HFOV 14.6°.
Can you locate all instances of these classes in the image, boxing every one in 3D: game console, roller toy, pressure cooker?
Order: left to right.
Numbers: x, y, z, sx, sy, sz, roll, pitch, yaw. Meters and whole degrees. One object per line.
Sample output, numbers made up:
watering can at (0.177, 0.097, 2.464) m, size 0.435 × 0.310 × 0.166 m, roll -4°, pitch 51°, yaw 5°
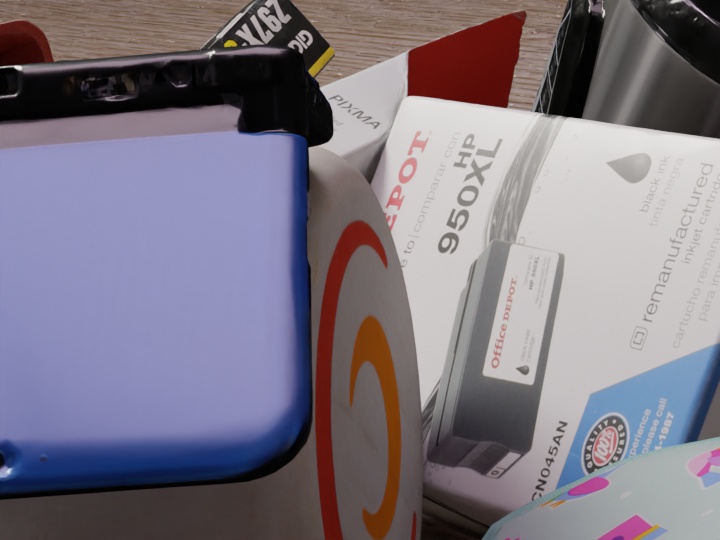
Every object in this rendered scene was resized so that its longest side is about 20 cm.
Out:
game console at (-0.108, 0.005, 0.784) m, size 0.198 × 0.119 × 0.171 m, roll -4°, pitch -4°, yaw 4°
roller toy at (-0.063, 0.052, 0.910) m, size 0.139 × 0.184 × 0.200 m, roll -2°, pitch 14°, yaw 14°
pressure cooker at (0.163, -0.049, 1.230) m, size 0.175 × 0.201 × 0.179 m, roll -7°, pitch 45°, yaw -31°

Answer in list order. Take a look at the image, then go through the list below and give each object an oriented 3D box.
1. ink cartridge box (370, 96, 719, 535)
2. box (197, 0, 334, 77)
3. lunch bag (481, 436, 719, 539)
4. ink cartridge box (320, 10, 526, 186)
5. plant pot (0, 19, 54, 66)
ink cartridge box at (0.079, 0.026, 0.997) m, size 0.084 × 0.145 × 0.199 m, roll 28°, pitch -10°, yaw -39°
box at (-0.116, -0.028, 1.274) m, size 0.200 × 0.049 × 0.160 m, roll -38°, pitch 7°, yaw 38°
lunch bag at (0.132, 0.106, 0.741) m, size 0.198 × 0.123 × 0.170 m, roll -2°, pitch 13°, yaw -6°
ink cartridge box at (0.000, 0.000, 1.118) m, size 0.199 × 0.163 × 0.050 m, roll -23°, pitch 46°, yaw -38°
plant pot at (-0.229, 0.029, 1.106) m, size 0.176 × 0.201 × 0.199 m, roll -8°, pitch 8°, yaw 45°
